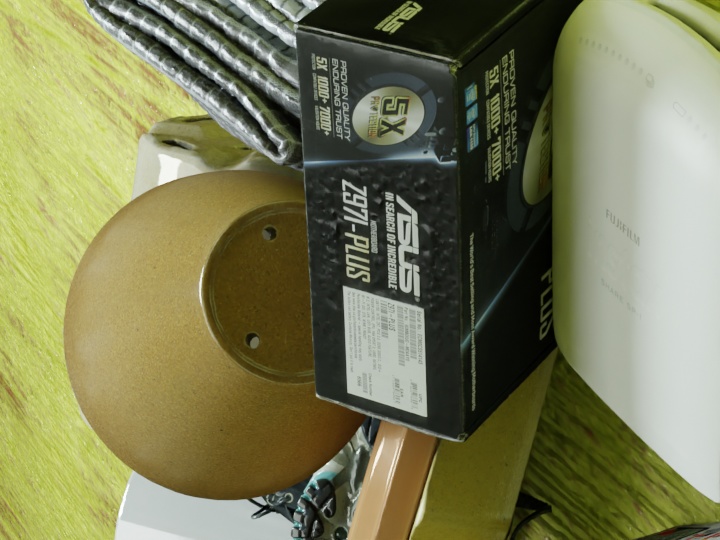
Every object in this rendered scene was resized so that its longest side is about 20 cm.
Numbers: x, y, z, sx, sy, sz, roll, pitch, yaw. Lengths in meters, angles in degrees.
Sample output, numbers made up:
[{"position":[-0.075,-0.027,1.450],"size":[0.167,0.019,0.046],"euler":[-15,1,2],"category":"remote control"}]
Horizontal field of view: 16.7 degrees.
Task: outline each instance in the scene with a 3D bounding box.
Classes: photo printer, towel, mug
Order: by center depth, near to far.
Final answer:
[{"position":[0.146,-0.019,1.084],"size":[0.166,0.069,0.201],"euler":[-132,33,-51],"category":"photo printer"},{"position":[-0.048,-0.107,1.350],"size":[0.200,0.086,0.166],"euler":[36,177,31],"category":"towel"},{"position":[-0.053,0.183,1.664],"size":[0.152,0.186,0.150],"euler":[11,95,30],"category":"mug"}]

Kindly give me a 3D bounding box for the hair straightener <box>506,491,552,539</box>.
[{"position":[0.074,0.190,1.461],"size":[0.200,0.041,0.077],"euler":[124,148,-56],"category":"hair straightener"}]

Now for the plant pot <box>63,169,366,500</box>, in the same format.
[{"position":[-0.057,0.024,1.297],"size":[0.200,0.185,0.187],"euler":[147,106,-76],"category":"plant pot"}]

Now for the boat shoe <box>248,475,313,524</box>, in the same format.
[{"position":[-0.042,0.131,1.553],"size":[0.199,0.075,0.063],"euler":[12,109,20],"category":"boat shoe"}]

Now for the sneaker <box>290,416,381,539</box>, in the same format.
[{"position":[0.013,0.092,1.457],"size":[0.201,0.077,0.086],"euler":[-70,-16,7],"category":"sneaker"}]

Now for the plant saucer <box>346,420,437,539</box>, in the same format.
[{"position":[0.026,0.090,1.305],"size":[0.200,0.032,0.201],"euler":[18,-90,-87],"category":"plant saucer"}]

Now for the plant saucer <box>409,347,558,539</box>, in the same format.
[{"position":[0.061,0.110,1.319],"size":[0.200,0.048,0.201],"euler":[103,-174,-53],"category":"plant saucer"}]

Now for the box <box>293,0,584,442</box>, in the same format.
[{"position":[0.051,-0.050,1.155],"size":[0.086,0.164,0.201],"euler":[15,125,27],"category":"box"}]

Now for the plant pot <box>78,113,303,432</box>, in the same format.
[{"position":[-0.076,0.003,1.545],"size":[0.200,0.199,0.185],"euler":[-146,55,-60],"category":"plant pot"}]

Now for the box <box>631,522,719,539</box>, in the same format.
[{"position":[0.150,0.147,1.138],"size":[0.200,0.110,0.035],"euler":[157,96,-70],"category":"box"}]
